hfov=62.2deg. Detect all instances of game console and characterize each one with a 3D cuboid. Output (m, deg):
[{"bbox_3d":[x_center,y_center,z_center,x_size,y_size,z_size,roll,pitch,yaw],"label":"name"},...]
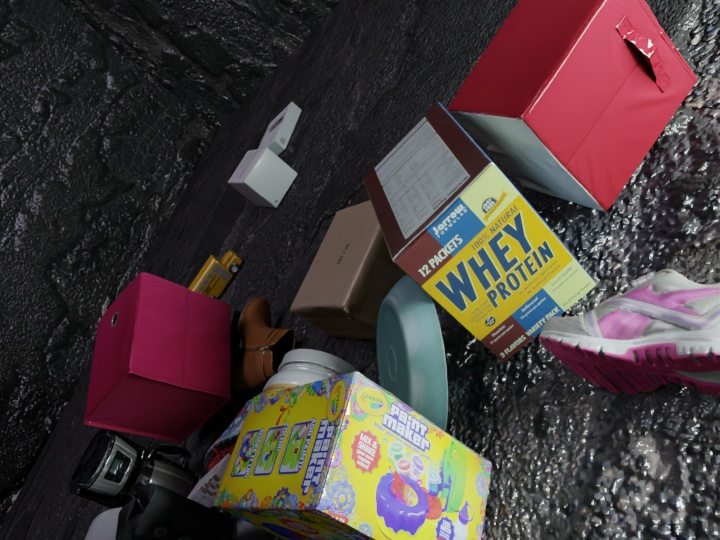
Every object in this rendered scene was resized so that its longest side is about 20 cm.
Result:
[{"bbox_3d":[-0.315,0.205,1.223,0.203,0.112,0.180,-92,11,-51],"label":"game console"}]

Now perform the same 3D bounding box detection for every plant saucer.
[{"bbox_3d":[0.051,0.106,0.683,0.200,0.035,0.207,176,90,-79],"label":"plant saucer"}]

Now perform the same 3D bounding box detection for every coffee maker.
[{"bbox_3d":[-0.424,0.396,1.100,0.191,0.199,0.137,-38,29,29],"label":"coffee maker"}]

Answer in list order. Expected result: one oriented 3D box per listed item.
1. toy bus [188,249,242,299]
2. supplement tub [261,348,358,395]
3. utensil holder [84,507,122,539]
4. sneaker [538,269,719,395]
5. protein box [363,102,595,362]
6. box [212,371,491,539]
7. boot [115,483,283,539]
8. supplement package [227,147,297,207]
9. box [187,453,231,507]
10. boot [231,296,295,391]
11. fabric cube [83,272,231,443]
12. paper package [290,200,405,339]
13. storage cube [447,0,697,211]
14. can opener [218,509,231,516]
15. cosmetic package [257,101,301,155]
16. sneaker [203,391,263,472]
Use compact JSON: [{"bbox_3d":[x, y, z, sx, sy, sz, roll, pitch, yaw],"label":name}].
[{"bbox_3d":[-0.411,0.031,1.648,0.202,0.078,0.065,-56,26,-1],"label":"toy bus"},{"bbox_3d":[-0.076,0.223,0.774,0.143,0.143,0.204,-24,39,45],"label":"supplement tub"},{"bbox_3d":[-0.377,0.508,0.933,0.169,0.169,0.202,-41,26,24],"label":"utensil holder"},{"bbox_3d":[0.249,0.050,0.511,0.197,0.081,0.090,-5,52,48],"label":"sneaker"},{"bbox_3d":[0.126,-0.049,0.687,0.135,0.198,0.202,-42,28,16],"label":"protein box"},{"bbox_3d":[-0.007,0.215,0.603,0.191,0.198,0.124,-24,38,47],"label":"box"},{"bbox_3d":[-0.200,0.327,0.799,0.166,0.198,0.066,-50,26,7],"label":"boot"},{"bbox_3d":[-0.288,-0.270,1.744,0.122,0.120,0.199,-57,26,-8],"label":"supplement package"},{"bbox_3d":[-0.235,0.345,0.957,0.200,0.038,0.042,-48,4,48],"label":"box"},{"bbox_3d":[-0.180,0.126,1.140,0.154,0.076,0.205,-28,39,46],"label":"boot"},{"bbox_3d":[-0.365,0.165,1.092,0.195,0.197,0.204,-38,44,32],"label":"fabric cube"},{"bbox_3d":[0.000,0.000,0.957,0.189,0.103,0.204,-7,53,56],"label":"paper package"},{"bbox_3d":[0.243,-0.208,0.713,0.182,0.169,0.200,-54,27,2],"label":"storage cube"},{"bbox_3d":[-0.213,0.409,0.893,0.202,0.063,0.079,-53,-2,-18],"label":"can opener"},{"bbox_3d":[-0.288,-0.465,2.059,0.149,0.051,0.204,-31,35,45],"label":"cosmetic package"},{"bbox_3d":[-0.180,0.269,1.003,0.200,0.079,0.096,-44,11,11],"label":"sneaker"}]
